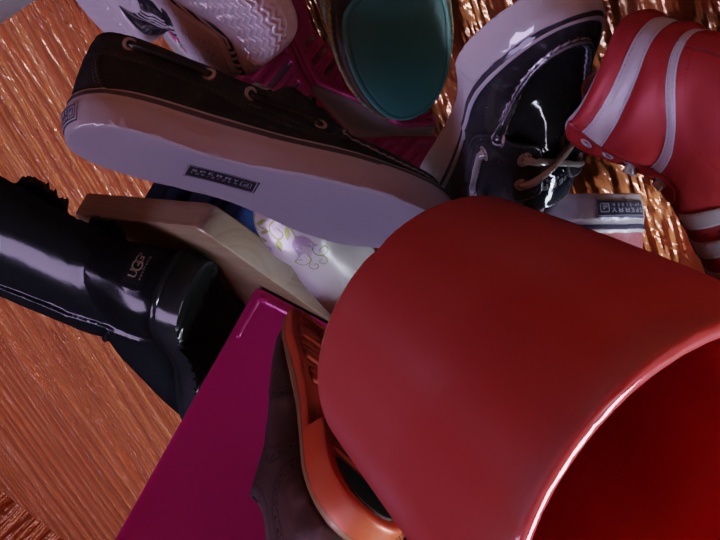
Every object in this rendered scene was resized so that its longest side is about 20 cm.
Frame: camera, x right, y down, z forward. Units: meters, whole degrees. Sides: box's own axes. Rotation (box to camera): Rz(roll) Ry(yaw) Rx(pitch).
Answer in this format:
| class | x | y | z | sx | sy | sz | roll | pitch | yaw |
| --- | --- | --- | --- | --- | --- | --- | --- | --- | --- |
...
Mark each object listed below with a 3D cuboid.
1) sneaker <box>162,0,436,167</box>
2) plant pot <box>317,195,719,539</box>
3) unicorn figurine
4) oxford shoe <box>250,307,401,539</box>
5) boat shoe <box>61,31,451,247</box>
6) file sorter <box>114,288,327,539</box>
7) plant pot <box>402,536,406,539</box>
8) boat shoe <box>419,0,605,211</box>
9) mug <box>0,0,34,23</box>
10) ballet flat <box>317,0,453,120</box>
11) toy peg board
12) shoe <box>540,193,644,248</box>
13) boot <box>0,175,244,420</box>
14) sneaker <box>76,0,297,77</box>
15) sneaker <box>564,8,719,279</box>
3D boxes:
| class | x | y | z | sx | sy | sz | roll | pitch | yaw |
| --- | --- | --- | --- | --- | --- | --- | --- | --- | --- |
| sneaker | -0.051 | -0.110 | 1.119 | 0.200 | 0.081 | 0.088 | 45 | 160 | 0 |
| plant pot | 0.086 | 0.067 | 0.853 | 0.177 | 0.200 | 0.201 | 37 | 162 | 44 |
| unicorn figurine | 0.000 | 0.000 | 1.021 | 0.200 | 0.074 | 0.138 | 37 | -156 | -20 |
| oxford shoe | -0.030 | 0.086 | 0.978 | 0.071 | 0.073 | 0.200 | 38 | -162 | -21 |
| boat shoe | -0.043 | -0.063 | 0.926 | 0.199 | 0.057 | 0.069 | 17 | 156 | -19 |
| file sorter | -0.043 | 0.142 | 1.164 | 0.139 | 0.201 | 0.125 | 27 | 170 | 11 |
| plant pot | 0.122 | 0.143 | 1.131 | 0.200 | 0.193 | 0.201 | 38 | 161 | 16 |
| boat shoe | 0.078 | -0.063 | 0.918 | 0.068 | 0.072 | 0.200 | 63 | 156 | 19 |
| mug | -0.242 | -0.217 | 1.171 | 0.150 | 0.153 | 0.186 | 52 | 160 | -25 |
| ballet flat | -0.001 | -0.160 | 0.954 | 0.071 | 0.071 | 0.200 | 30 | 158 | 34 |
| toy peg board | -0.046 | -0.018 | 1.223 | 0.199 | 0.098 | 0.200 | 36 | 166 | -27 |
| shoe | 0.082 | 0.007 | 1.054 | 0.200 | 0.071 | 0.091 | 0 | 90 | 60 |
| boot | -0.163 | 0.017 | 1.217 | 0.168 | 0.077 | 0.200 | 23 | 159 | 16 |
| sneaker | -0.069 | -0.165 | 0.979 | 0.200 | 0.115 | 0.075 | 20 | 150 | 56 |
| sneaker | 0.156 | -0.035 | 0.871 | 0.112 | 0.071 | 0.200 | 26 | 147 | 32 |
